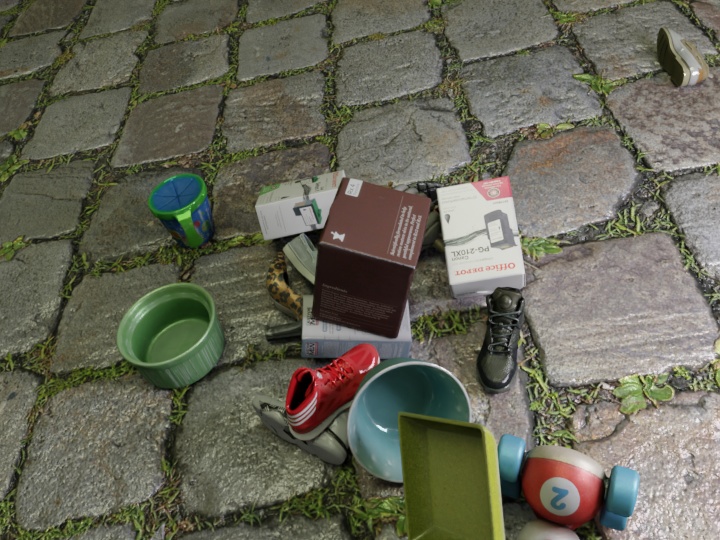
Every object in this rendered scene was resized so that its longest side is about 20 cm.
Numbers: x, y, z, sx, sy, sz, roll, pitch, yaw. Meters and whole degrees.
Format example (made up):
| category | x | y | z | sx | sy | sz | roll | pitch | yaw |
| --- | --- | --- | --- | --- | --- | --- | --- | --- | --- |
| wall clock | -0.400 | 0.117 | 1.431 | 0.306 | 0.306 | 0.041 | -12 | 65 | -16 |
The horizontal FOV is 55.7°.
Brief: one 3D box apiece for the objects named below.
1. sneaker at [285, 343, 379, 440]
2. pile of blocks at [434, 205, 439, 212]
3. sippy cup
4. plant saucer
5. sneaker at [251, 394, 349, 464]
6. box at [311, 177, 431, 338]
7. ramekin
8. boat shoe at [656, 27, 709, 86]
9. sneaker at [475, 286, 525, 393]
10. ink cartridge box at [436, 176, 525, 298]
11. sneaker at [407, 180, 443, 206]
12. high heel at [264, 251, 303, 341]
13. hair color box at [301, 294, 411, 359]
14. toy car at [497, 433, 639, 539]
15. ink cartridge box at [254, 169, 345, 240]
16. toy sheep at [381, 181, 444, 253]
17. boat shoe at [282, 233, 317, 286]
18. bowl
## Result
| category | x | y | z | sx | sy | sz | roll | pitch | yaw |
| --- | --- | --- | --- | --- | --- | --- | --- | --- | --- |
| sneaker | -0.042 | 0.176 | 1.094 | 0.078 | 0.116 | 0.200 | 29 | 62 | 25 |
| pile of blocks | 0.233 | -0.106 | 1.410 | 0.198 | 0.063 | 0.082 | 27 | 59 | 31 |
| sippy cup | -0.398 | -0.128 | 1.558 | 0.137 | 0.131 | 0.180 | 2 | 48 | 18 |
| plant saucer | 0.133 | 0.304 | 0.952 | 0.047 | 0.204 | 0.199 | -3 | -3 | -31 |
| sneaker | -0.086 | 0.241 | 1.172 | 0.198 | 0.076 | 0.115 | 22 | 56 | 25 |
| box | 0.017 | -0.019 | 1.182 | 0.162 | 0.202 | 0.167 | 15 | 50 | 4 |
| ramekin | -0.362 | 0.131 | 1.330 | 0.196 | 0.099 | 0.202 | -8 | 46 | 8 |
| boat shoe | 0.778 | -0.518 | 1.651 | 0.067 | 0.075 | 0.202 | -5 | 53 | 2 |
| sneaker | 0.242 | 0.108 | 1.180 | 0.075 | 0.115 | 0.201 | 6 | 52 | 22 |
| ink cartridge box | 0.230 | -0.062 | 1.307 | 0.142 | 0.084 | 0.203 | -9 | 70 | 10 |
| sneaker | 0.084 | -0.158 | 1.491 | 0.197 | 0.076 | 0.080 | -17 | 29 | -2 |
| high heel | -0.117 | 0.044 | 1.360 | 0.140 | 0.072 | 0.203 | -9 | 59 | 12 |
| hair color box | -0.010 | 0.104 | 1.249 | 0.196 | 0.061 | 0.100 | 2 | 49 | -5 |
| toy car | 0.260 | 0.355 | 0.917 | 0.181 | 0.178 | 0.202 | 11 | 63 | 20 |
| ink cartridge box | -0.120 | -0.147 | 1.504 | 0.197 | 0.086 | 0.147 | -12 | 24 | 4 |
| toy sheep | 0.096 | -0.101 | 1.391 | 0.200 | 0.138 | 0.138 | 44 | 65 | 7 |
| boat shoe | -0.091 | -0.015 | 1.402 | 0.072 | 0.070 | 0.201 | -46 | 46 | 1 |
| bowl | 0.067 | 0.221 | 1.086 | 0.198 | 0.204 | 0.105 | -20 | 18 | -4 |
